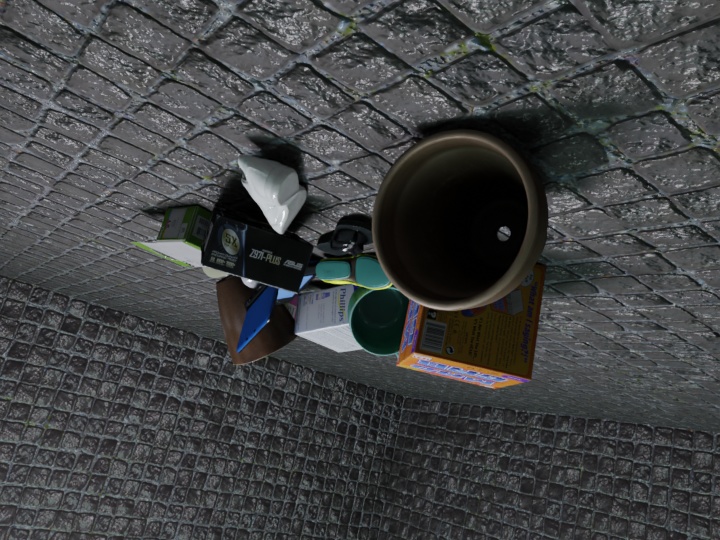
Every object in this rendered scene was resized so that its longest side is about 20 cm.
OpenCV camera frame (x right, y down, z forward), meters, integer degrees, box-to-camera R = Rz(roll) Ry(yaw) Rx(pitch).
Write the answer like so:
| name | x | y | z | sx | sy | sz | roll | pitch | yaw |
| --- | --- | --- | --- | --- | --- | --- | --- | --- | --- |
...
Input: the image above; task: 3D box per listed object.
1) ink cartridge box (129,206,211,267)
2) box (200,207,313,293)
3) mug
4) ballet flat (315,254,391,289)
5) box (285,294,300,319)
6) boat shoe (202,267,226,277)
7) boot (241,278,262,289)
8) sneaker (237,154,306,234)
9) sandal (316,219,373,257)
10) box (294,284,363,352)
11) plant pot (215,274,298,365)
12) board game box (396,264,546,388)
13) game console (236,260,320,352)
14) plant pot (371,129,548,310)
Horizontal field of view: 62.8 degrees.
| name | x | y | z | sx | sy | sz | roll | pitch | yaw |
| --- | --- | --- | --- | --- | --- | --- | --- | --- | --- |
| ink cartridge box | -0.348 | -0.064 | 1.199 | 0.200 | 0.076 | 0.148 | 2 | 161 | 38 |
| box | -0.186 | -0.040 | 1.022 | 0.163 | 0.086 | 0.200 | 18 | -176 | -17 |
| mug | 0.046 | 0.107 | 1.282 | 0.151 | 0.186 | 0.114 | 4 | -165 | -6 |
| ballet flat | 0.000 | 0.000 | 1.193 | 0.200 | 0.067 | 0.067 | 4 | -177 | 37 |
| box | -0.253 | 0.112 | 1.688 | 0.200 | 0.097 | 0.176 | 2 | 161 | 34 |
| boat shoe | -0.244 | -0.026 | 1.269 | 0.199 | 0.071 | 0.063 | -10 | -167 | 23 |
| boot | -0.181 | 0.021 | 1.371 | 0.095 | 0.074 | 0.200 | -10 | 166 | 25 |
| sneaker | -0.136 | -0.120 | 0.879 | 0.088 | 0.075 | 0.200 | 29 | 165 | 6 |
| sandal | -0.025 | -0.045 | 1.059 | 0.075 | 0.048 | 0.200 | 18 | 164 | -17 |
| box | -0.030 | 0.121 | 1.463 | 0.200 | 0.105 | 0.184 | -13 | 152 | 32 |
| plant pot | -0.272 | 0.100 | 1.463 | 0.186 | 0.200 | 0.187 | -23 | -171 | 4 |
| board game box | 0.193 | 0.088 | 1.069 | 0.199 | 0.201 | 0.200 | 13 | 164 | -1 |
| game console | -0.173 | 0.078 | 1.269 | 0.170 | 0.119 | 0.200 | -7 | 158 | -36 |
| plant pot | 0.141 | -0.050 | 0.708 | 0.200 | 0.201 | 0.174 | 2 | 177 | 34 |
